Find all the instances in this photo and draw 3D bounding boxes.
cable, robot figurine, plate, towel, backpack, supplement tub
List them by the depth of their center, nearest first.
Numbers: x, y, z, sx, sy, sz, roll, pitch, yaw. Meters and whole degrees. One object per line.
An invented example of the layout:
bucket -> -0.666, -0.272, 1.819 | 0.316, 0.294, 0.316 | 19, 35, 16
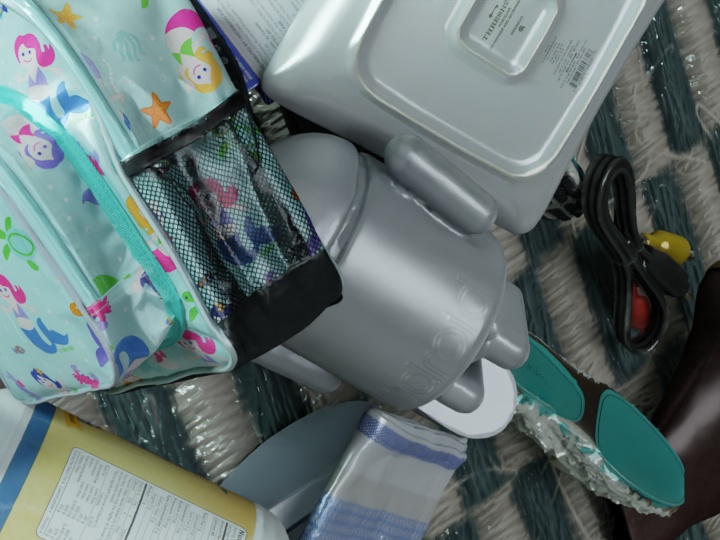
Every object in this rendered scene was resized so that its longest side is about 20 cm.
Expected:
backpack -> -0.123, -0.042, 0.673 | 0.150, 0.177, 0.201 | -29, 98, -34
supplement tub -> -0.123, 0.162, 0.732 | 0.199, 0.145, 0.145 | 28, 75, -11
plate -> 0.074, -0.139, 0.806 | 0.199, 0.032, 0.200 | 27, 96, -30
robot figurine -> 0.000, 0.000, 0.809 | 0.199, 0.113, 0.170 | 30, 117, -20
towel -> -0.006, 0.179, 0.880 | 0.201, 0.024, 0.147 | -63, 154, -2
cable -> 0.181, -0.009, 1.033 | 0.200, 0.050, 0.097 | 38, 82, -48

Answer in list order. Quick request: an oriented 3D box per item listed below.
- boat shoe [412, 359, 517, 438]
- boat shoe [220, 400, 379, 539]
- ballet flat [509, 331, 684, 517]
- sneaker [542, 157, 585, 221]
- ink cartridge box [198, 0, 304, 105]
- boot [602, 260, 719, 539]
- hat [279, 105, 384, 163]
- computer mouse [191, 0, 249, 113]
boat shoe -> 0.005, 0.036, 0.911 | 0.199, 0.068, 0.072 | 32, 80, -16
boat shoe -> -0.055, 0.159, 0.876 | 0.200, 0.073, 0.066 | -39, 121, -18
ballet flat -> 0.139, 0.102, 1.010 | 0.200, 0.072, 0.072 | 40, 69, -21
sneaker -> 0.100, -0.116, 0.969 | 0.080, 0.077, 0.200 | -53, 122, -32
ink cartridge box -> -0.032, -0.179, 0.819 | 0.200, 0.042, 0.120 | -36, 79, -11
boot -> 0.241, 0.110, 1.080 | 0.166, 0.072, 0.201 | -35, 128, -28
hat -> 0.043, -0.107, 0.871 | 0.199, 0.081, 0.202 | -2, 109, -5
computer mouse -> -0.120, -0.144, 0.771 | 0.058, 0.034, 0.201 | -26, 78, -21
